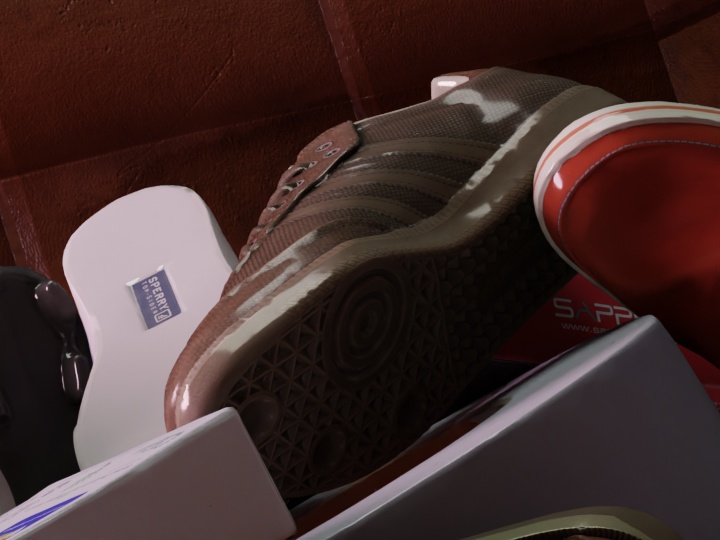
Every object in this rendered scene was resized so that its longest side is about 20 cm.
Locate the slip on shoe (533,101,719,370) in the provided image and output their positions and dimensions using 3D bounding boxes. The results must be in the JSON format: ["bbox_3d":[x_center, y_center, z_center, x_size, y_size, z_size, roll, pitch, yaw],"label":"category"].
[{"bbox_3d":[0.137,0.019,0.790,0.074,0.200,0.061,-55,2,27],"label":"slip on shoe"}]

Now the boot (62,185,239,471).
[{"bbox_3d":[-0.044,0.052,0.882,0.073,0.090,0.200,-23,28,4],"label":"boot"}]

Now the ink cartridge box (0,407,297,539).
[{"bbox_3d":[-0.116,0.097,0.632,0.200,0.039,0.099,-28,2,-36],"label":"ink cartridge box"}]

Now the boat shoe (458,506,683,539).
[{"bbox_3d":[-0.017,0.109,0.644,0.200,0.072,0.068,-27,5,19],"label":"boat shoe"}]

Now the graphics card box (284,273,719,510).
[{"bbox_3d":[0.041,0.069,0.951,0.125,0.051,0.200,8,-38,-27],"label":"graphics card box"}]

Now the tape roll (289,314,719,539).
[{"bbox_3d":[0.013,0.089,0.775,0.200,0.066,0.200,-31,0,0],"label":"tape roll"}]

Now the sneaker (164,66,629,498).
[{"bbox_3d":[0.000,0.000,0.815,0.075,0.071,0.200,20,37,34],"label":"sneaker"}]

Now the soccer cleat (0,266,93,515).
[{"bbox_3d":[-0.103,0.097,0.945,0.070,0.200,0.086,-8,-17,-18],"label":"soccer cleat"}]
